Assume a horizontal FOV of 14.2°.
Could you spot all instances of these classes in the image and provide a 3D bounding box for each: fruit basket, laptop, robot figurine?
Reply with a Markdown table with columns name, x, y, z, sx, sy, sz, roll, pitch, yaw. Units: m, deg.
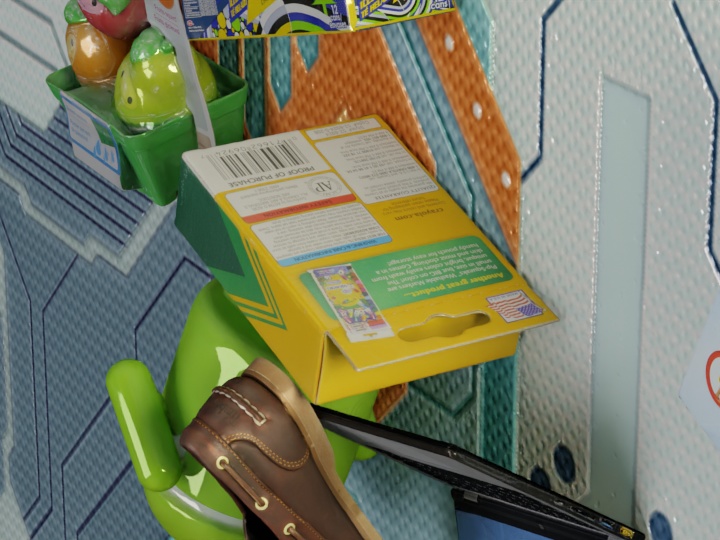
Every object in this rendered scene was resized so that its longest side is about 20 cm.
| name | x | y | z | sx | sy | sz | roll | pitch | yaw |
| --- | --- | --- | --- | --- | --- | --- | --- | --- | --- |
| fruit basket | -0.147 | -0.146 | 1.763 | 0.185 | 0.093 | 0.201 | 35 | 150 | 53 |
| laptop | 0.057 | 0.165 | 1.513 | 0.187 | 0.199 | 0.117 | 10 | 76 | 60 |
| robot figurine | -0.055 | 0.081 | 1.630 | 0.116 | 0.175 | 0.201 | 41 | 124 | 36 |

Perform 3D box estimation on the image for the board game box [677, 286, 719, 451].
| name | x | y | z | sx | sy | sz | roll | pitch | yaw |
| --- | --- | --- | --- | --- | --- | --- | --- | --- | --- |
| board game box | 0.229 | 0.047 | 1.195 | 0.196 | 0.056 | 0.201 | 57 | 146 | 35 |

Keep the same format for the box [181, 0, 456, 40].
| name | x | y | z | sx | sy | sz | roll | pitch | yaw |
| --- | --- | --- | --- | --- | --- | --- | --- | --- | --- |
| box | -0.028 | -0.165 | 1.581 | 0.200 | 0.070 | 0.065 | 7 | 109 | 61 |

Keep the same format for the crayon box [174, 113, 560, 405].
| name | x | y | z | sx | sy | sz | roll | pitch | yaw |
| --- | --- | --- | --- | --- | --- | --- | --- | --- | --- |
| crayon box | 0.000 | 0.000 | 1.534 | 0.200 | 0.125 | 0.052 | 50 | 142 | 42 |

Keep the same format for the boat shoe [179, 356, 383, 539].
| name | x | y | z | sx | sy | sz | roll | pitch | yaw |
| --- | --- | --- | --- | --- | --- | --- | --- | --- | --- |
| boat shoe | -0.037 | 0.138 | 1.549 | 0.070 | 0.070 | 0.201 | 18 | 145 | 50 |
